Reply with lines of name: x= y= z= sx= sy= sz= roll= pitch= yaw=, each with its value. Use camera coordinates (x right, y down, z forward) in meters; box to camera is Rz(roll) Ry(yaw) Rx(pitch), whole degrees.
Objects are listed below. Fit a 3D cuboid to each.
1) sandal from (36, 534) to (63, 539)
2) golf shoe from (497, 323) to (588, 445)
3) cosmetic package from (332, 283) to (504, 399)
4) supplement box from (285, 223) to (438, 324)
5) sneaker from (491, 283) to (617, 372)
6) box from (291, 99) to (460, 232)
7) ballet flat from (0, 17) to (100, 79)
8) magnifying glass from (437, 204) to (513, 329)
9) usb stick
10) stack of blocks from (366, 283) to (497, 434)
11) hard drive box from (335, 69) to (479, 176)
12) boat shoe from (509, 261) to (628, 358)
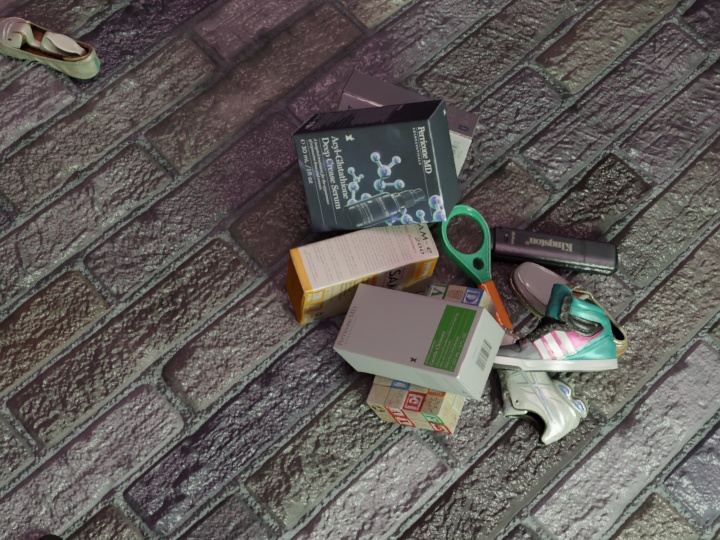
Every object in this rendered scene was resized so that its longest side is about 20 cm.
sandal: x=-0.359 y=0.421 z=1.556 sx=0.075 sy=0.045 sz=0.200 roll=-38 pitch=76 yaw=-20
golf shoe: x=0.224 y=0.158 z=1.727 sx=0.097 sy=0.078 sz=0.200 roll=-43 pitch=77 yaw=-15
cosmetic package: x=0.078 y=0.094 z=1.640 sx=0.200 sy=0.085 sz=0.108 roll=10 pitch=69 yaw=32
supplement box: x=0.000 y=0.000 z=1.737 sx=0.200 sy=0.126 sz=0.074 roll=-16 pitch=69 yaw=-12
sneaker: x=0.254 y=0.078 z=1.666 sx=0.200 sy=0.084 sz=0.121 roll=1 pitch=86 yaw=-11
box: x=0.025 y=-0.145 z=1.705 sx=0.200 sy=0.149 sz=0.107 roll=-5 pitch=21 yaw=18
ballet flat: x=-0.491 y=-0.353 z=1.864 sx=0.200 sy=0.062 sz=0.067 roll=18 pitch=66 yaw=1
magnifying glass: x=0.174 y=-0.002 z=1.790 sx=0.080 sy=0.022 sz=0.200 roll=-20 pitch=86 yaw=-26
usb stick: x=0.289 y=-0.030 z=1.836 sx=0.200 sy=0.033 sz=0.055 roll=8 pitch=67 yaw=-3
stack of blocks: x=0.101 y=0.119 z=1.708 sx=0.115 sy=0.059 sz=0.200 roll=8 pitch=62 yaw=32
hard drive box: x=0.054 y=-0.182 z=1.799 sx=0.200 sy=0.156 sz=0.077 roll=21 pitch=37 yaw=1
boat shoe: x=0.309 y=0.051 z=1.784 sx=0.200 sy=0.068 sz=0.075 roll=38 pitch=67 yaw=10
